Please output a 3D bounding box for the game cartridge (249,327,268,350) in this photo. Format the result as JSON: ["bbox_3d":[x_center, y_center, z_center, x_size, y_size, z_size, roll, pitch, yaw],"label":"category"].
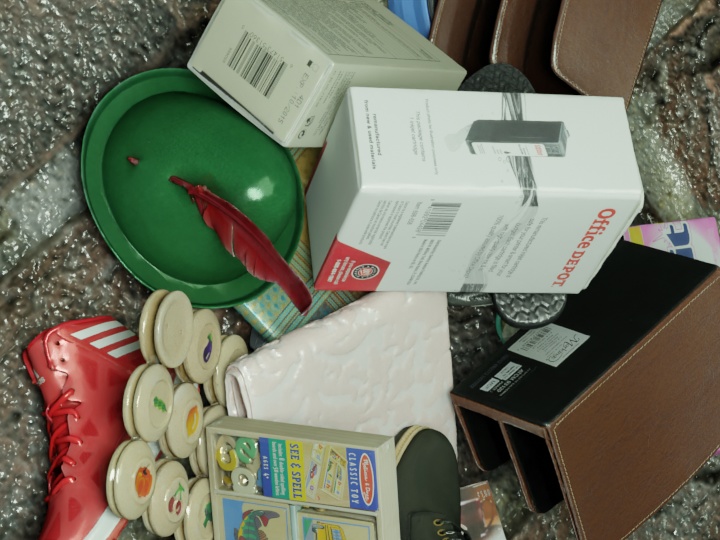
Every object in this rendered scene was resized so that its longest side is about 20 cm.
[{"bbox_3d":[0.000,0.000,1.682,0.133,0.041,0.201,36,59,-32],"label":"game cartridge"}]

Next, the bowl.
[{"bbox_3d":[0.110,-0.202,1.818,0.200,0.039,0.202,10,73,-37],"label":"bowl"}]

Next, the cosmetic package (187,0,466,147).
[{"bbox_3d":[-0.020,-0.142,1.608,0.105,0.071,0.200,40,20,23],"label":"cosmetic package"}]

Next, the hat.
[{"bbox_3d":[-0.072,-0.070,1.504,0.165,0.176,0.201,-34,91,-32],"label":"hat"}]

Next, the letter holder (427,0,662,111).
[{"bbox_3d":[0.149,-0.219,1.764,0.142,0.100,0.201,35,59,-26],"label":"letter holder"}]

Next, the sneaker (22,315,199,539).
[{"bbox_3d":[-0.195,0.112,1.482,0.115,0.078,0.200,42,44,-14],"label":"sneaker"}]

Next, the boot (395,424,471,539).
[{"bbox_3d":[0.074,0.190,1.543,0.077,0.138,0.201,23,58,-34],"label":"boot"}]

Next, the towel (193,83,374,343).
[{"bbox_3d":[-0.065,-0.039,1.615,0.200,0.022,0.147,47,60,-7],"label":"towel"}]

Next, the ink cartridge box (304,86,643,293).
[{"bbox_3d":[0.075,-0.052,1.554,0.198,0.144,0.084,2,62,-15],"label":"ink cartridge box"}]

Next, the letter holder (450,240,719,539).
[{"bbox_3d":[0.184,0.098,1.682,0.200,0.100,0.143,-39,126,-28],"label":"letter holder"}]

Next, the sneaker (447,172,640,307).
[{"bbox_3d":[0.125,-0.016,1.749,0.199,0.116,0.076,-32,78,-23],"label":"sneaker"}]

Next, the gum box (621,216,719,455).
[{"bbox_3d":[0.248,0.064,1.847,0.113,0.066,0.202,-7,84,-41],"label":"gum box"}]

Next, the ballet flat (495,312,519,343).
[{"bbox_3d":[0.161,0.102,1.769,0.070,0.067,0.201,-31,93,-41],"label":"ballet flat"}]

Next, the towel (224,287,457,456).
[{"bbox_3d":[-0.009,0.115,1.603,0.199,0.032,0.192,-27,122,-39],"label":"towel"}]

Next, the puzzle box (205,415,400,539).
[{"bbox_3d":[-0.034,0.200,1.503,0.025,0.132,0.202,-29,119,-58],"label":"puzzle box"}]

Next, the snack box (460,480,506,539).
[{"bbox_3d":[0.028,0.205,1.611,0.199,0.024,0.072,-11,82,-44],"label":"snack box"}]

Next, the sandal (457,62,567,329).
[{"bbox_3d":[0.106,-0.053,1.675,0.075,0.045,0.202,-9,79,-1],"label":"sandal"}]

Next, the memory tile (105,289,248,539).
[{"bbox_3d":[-0.107,0.108,1.509,0.200,0.017,0.154,42,56,-61],"label":"memory tile"}]
